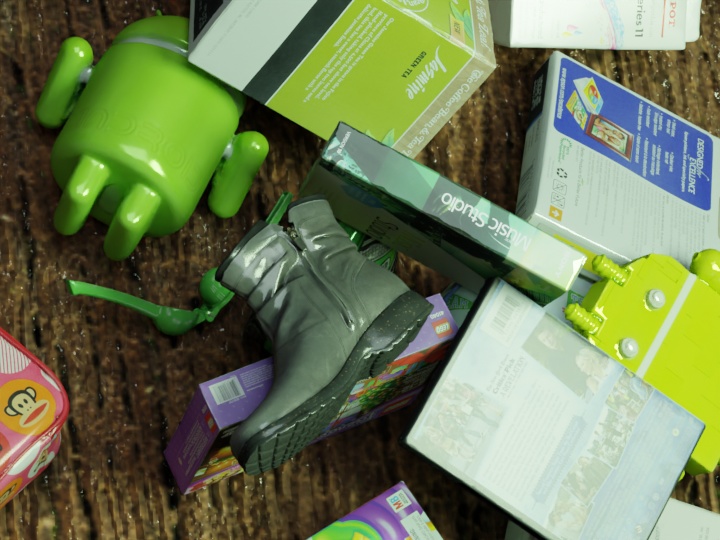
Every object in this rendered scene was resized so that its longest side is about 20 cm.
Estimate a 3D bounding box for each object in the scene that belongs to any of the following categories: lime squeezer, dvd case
[{"bbox_3d":[-0.126,0.006,1.690,0.199,0.038,0.071,-24,91,-29],"label":"lime squeezer"},{"bbox_3d":[0.139,0.117,1.607,0.200,0.018,0.143,35,72,-13],"label":"dvd case"}]

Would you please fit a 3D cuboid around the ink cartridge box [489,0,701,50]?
[{"bbox_3d":[0.208,-0.244,1.868,0.199,0.067,0.118,-1,100,-18],"label":"ink cartridge box"}]

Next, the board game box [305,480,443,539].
[{"bbox_3d":[-0.034,0.251,1.573,0.200,0.105,0.103,-29,77,-27],"label":"board game box"}]

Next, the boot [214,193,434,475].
[{"bbox_3d":[-0.055,0.043,1.536,0.132,0.070,0.200,42,50,9],"label":"boot"}]

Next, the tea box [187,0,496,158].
[{"bbox_3d":[-0.016,-0.212,1.710,0.196,0.134,0.200,29,33,-24],"label":"tea box"}]

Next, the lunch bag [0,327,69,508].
[{"bbox_3d":[-0.322,0.111,1.568,0.176,0.082,0.200,40,60,8],"label":"lunch bag"}]

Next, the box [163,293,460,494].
[{"bbox_3d":[-0.036,0.091,1.628,0.199,0.137,0.039,-20,73,-24],"label":"box"}]

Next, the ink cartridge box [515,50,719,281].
[{"bbox_3d":[0.222,-0.060,1.794,0.199,0.047,0.198,28,42,-15],"label":"ink cartridge box"}]

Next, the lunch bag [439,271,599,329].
[{"bbox_3d":[0.153,0.065,1.734,0.200,0.076,0.160,42,57,4],"label":"lunch bag"}]

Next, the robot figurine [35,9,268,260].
[{"bbox_3d":[-0.158,-0.107,1.692,0.175,0.116,0.201,26,61,-3],"label":"robot figurine"}]

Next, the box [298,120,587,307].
[{"bbox_3d":[0.055,-0.033,1.624,0.199,0.144,0.036,27,78,-3],"label":"box"}]

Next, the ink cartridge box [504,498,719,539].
[{"bbox_3d":[0.202,0.243,1.661,0.199,0.083,0.147,19,63,-8],"label":"ink cartridge box"}]

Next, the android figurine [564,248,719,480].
[{"bbox_3d":[0.239,0.068,1.688,0.200,0.041,0.182,39,68,-13],"label":"android figurine"}]

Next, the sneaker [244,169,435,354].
[{"bbox_3d":[0.000,0.000,1.724,0.085,0.078,0.200,42,70,-3],"label":"sneaker"}]
